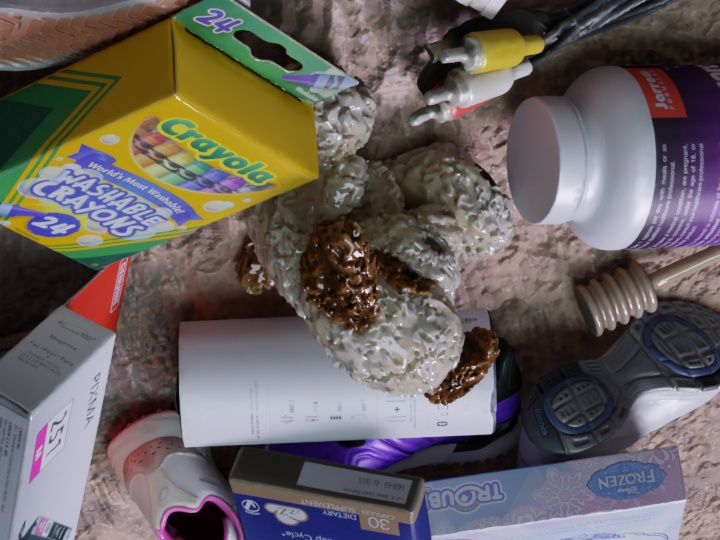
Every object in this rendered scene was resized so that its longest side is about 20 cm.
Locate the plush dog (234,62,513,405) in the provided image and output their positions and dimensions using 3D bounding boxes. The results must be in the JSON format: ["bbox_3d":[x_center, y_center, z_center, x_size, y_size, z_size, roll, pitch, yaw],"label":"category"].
[{"bbox_3d":[0.000,0.000,1.270,0.160,0.172,0.200,-43,133,16],"label":"plush dog"}]

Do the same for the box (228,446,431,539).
[{"bbox_3d":[-0.010,0.192,1.402,0.120,0.033,0.201,8,142,15],"label":"box"}]

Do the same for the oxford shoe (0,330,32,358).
[{"bbox_3d":[-0.252,0.114,1.333,0.200,0.074,0.071,-37,133,11],"label":"oxford shoe"}]

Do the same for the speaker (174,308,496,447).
[{"bbox_3d":[-0.017,0.068,1.356,0.198,0.082,0.082,-3,132,-1],"label":"speaker"}]

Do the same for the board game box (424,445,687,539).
[{"bbox_3d":[0.119,0.180,1.489,0.198,0.044,0.199,-8,159,2],"label":"board game box"}]

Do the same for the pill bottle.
[{"bbox_3d":[0.196,-0.070,1.333,0.199,0.113,0.113,-3,130,-21],"label":"pill bottle"}]

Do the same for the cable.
[{"bbox_3d":[0.113,-0.129,1.275,0.199,0.051,0.097,-16,160,-24],"label":"cable"}]

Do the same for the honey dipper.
[{"bbox_3d":[0.241,-0.010,1.460,0.199,0.038,0.038,-23,135,-5],"label":"honey dipper"}]

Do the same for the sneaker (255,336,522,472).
[{"bbox_3d":[0.018,0.088,1.432,0.199,0.070,0.100,-16,133,-21],"label":"sneaker"}]

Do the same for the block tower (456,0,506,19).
[{"bbox_3d":[0.016,-0.204,1.180,0.199,0.054,0.058,21,120,-35],"label":"block tower"}]

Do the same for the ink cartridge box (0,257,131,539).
[{"bbox_3d":[-0.180,0.105,1.302,0.043,0.174,0.201,26,128,14],"label":"ink cartridge box"}]

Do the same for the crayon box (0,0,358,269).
[{"bbox_3d":[-0.114,-0.070,1.181,0.199,0.052,0.125,-22,149,30],"label":"crayon box"}]

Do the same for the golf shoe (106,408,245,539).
[{"bbox_3d":[-0.097,0.176,1.444,0.075,0.092,0.200,-35,135,8],"label":"golf shoe"}]

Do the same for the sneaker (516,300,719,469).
[{"bbox_3d":[0.182,0.085,1.488,0.199,0.075,0.087,-21,155,-27],"label":"sneaker"}]

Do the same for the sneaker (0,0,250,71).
[{"bbox_3d":[-0.155,-0.160,1.146,0.198,0.080,0.071,-5,156,5],"label":"sneaker"}]
